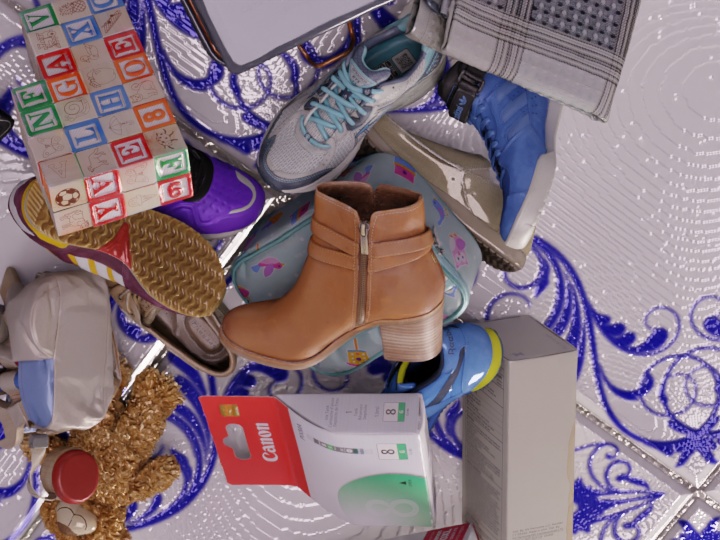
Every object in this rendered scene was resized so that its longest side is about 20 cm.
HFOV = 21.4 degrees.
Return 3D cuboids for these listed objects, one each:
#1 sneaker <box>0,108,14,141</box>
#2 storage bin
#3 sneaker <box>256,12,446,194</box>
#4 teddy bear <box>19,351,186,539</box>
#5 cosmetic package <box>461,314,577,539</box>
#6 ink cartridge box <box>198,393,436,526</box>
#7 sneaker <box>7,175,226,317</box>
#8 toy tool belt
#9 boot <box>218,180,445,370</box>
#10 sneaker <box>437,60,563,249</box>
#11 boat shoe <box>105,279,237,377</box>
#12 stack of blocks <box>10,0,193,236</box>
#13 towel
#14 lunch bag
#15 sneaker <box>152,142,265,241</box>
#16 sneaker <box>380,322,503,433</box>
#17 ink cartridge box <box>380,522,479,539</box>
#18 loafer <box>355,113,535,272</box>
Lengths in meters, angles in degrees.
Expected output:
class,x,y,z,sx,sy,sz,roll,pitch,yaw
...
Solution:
class,x,y,z,sx,sy,sz,roll,pitch,yaw
sneaker,-0.362,-0.065,1.644,0.200,0.081,0.086,-41,119,17
storage bin,-0.052,-0.232,1.571,0.199,0.134,0.146,-24,109,5
sneaker,-0.011,-0.148,1.585,0.078,0.086,0.200,44,77,10
teddy bear,-0.233,0.168,1.728,0.145,0.067,0.200,36,102,-12
cosmetic package,0.142,0.153,1.727,0.072,0.104,0.202,-7,111,-20
ink cartridge box,-0.036,0.169,1.694,0.198,0.050,0.161,-2,143,6
sneaker,-0.206,-0.025,1.622,0.199,0.090,0.075,33,77,-23
toy tool belt,-0.277,0.098,1.661,0.124,0.122,0.202,0,90,-44
boot,-0.029,-0.001,1.564,0.198,0.074,0.156,-2,126,9
sneaker,0.112,-0.119,1.617,0.110,0.077,0.201,14,68,-3
boat shoe,-0.180,0.015,1.681,0.200,0.065,0.071,41,101,-15
stack of blocks,-0.222,-0.133,1.548,0.114,0.201,0.059,-17,143,-12
towel,0.147,-0.245,1.585,0.199,0.035,0.194,20,79,-18
lunch bag,0.000,0.000,1.647,0.199,0.077,0.161,-28,111,35
sneaker,-0.173,-0.087,1.619,0.198,0.100,0.070,16,65,-9
sneaker,0.041,0.108,1.693,0.078,0.066,0.200,7,143,-36
ink cartridge box,0.028,0.328,1.763,0.199,0.083,0.146,-13,110,23
loafer,0.075,-0.080,1.668,0.200,0.076,0.068,39,74,-10
